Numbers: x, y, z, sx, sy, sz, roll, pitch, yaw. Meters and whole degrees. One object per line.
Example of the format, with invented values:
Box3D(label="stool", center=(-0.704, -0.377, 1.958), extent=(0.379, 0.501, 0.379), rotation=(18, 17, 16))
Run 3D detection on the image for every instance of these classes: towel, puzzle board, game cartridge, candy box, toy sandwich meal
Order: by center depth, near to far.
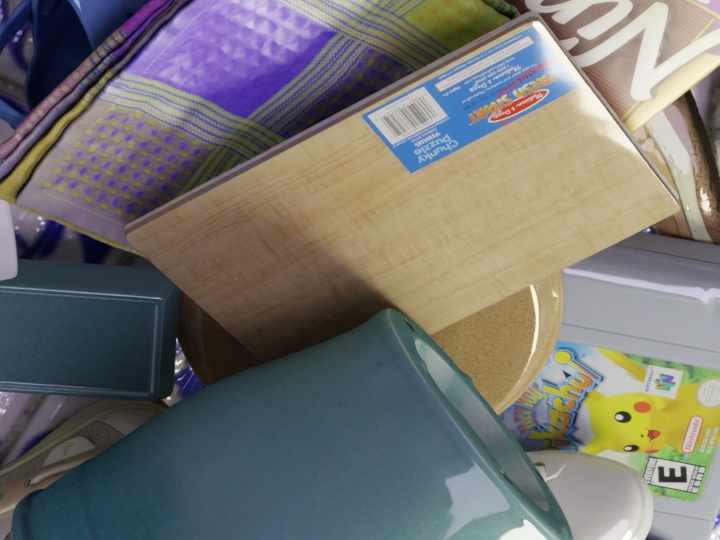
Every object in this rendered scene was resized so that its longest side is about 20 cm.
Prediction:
Box3D(label="towel", center=(-0.042, -0.070, 0.986), extent=(0.200, 0.023, 0.144), rotation=(-39, 135, 26))
Box3D(label="candy box", center=(0.117, -0.136, 1.015), extent=(0.200, 0.057, 0.117), rotation=(-39, 120, 21))
Box3D(label="puzzle board", center=(0.020, -0.026, 1.024), extent=(0.200, 0.017, 0.151), rotation=(-27, 138, 16))
Box3D(label="toy sandwich meal", center=(0.000, 0.000, 1.122), extent=(0.205, 0.070, 0.205), rotation=(0, 127, 0))
Box3D(label="game cartridge", center=(0.128, 0.064, 1.186), extent=(0.133, 0.041, 0.200), rotation=(12, 132, 4))

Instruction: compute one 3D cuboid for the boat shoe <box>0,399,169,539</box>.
Box3D(label="boat shoe", center=(-0.169, 0.137, 1.157), extent=(0.200, 0.063, 0.073), rotation=(-33, 112, 3))

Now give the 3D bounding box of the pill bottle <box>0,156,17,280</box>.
Box3D(label="pill bottle", center=(-0.253, -0.020, 1.015), extent=(0.200, 0.111, 0.111), rotation=(-10, 122, -11))

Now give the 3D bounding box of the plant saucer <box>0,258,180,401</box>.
Box3D(label="plant saucer", center=(-0.185, 0.026, 1.094), extent=(0.200, 0.019, 0.070), rotation=(4, 119, -5))

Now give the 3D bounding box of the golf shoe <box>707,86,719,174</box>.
Box3D(label="golf shoe", center=(0.212, -0.074, 1.135), extent=(0.078, 0.097, 0.200), rotation=(-25, 126, -3))

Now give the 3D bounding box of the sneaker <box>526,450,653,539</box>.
Box3D(label="sneaker", center=(0.042, 0.126, 1.160), extent=(0.200, 0.073, 0.085), rotation=(-8, 165, 10))

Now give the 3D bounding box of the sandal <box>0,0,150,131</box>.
Box3D(label="sandal", center=(-0.098, -0.122, 0.990), extent=(0.087, 0.079, 0.200), rotation=(-26, 150, -55))

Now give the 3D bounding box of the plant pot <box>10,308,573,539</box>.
Box3D(label="plant pot", center=(-0.018, 0.122, 1.041), extent=(0.188, 0.200, 0.200), rotation=(-39, 123, 8))

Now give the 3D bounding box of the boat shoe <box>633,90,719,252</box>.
Box3D(label="boat shoe", center=(0.118, -0.079, 1.129), extent=(0.076, 0.072, 0.200), rotation=(-19, 119, 12))
